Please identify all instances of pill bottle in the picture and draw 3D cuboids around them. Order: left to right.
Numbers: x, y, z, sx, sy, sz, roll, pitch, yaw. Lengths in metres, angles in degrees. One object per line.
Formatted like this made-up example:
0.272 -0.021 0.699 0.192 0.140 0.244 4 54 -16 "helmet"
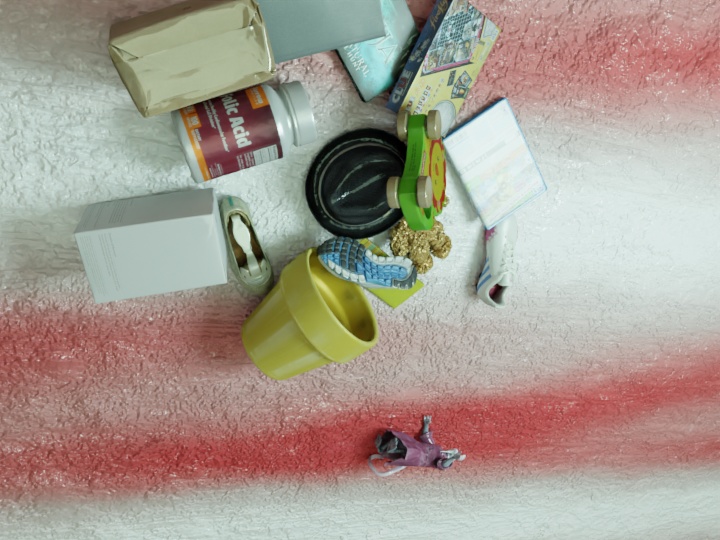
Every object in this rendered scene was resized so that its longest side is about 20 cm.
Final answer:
-0.174 -0.215 0.939 0.198 0.114 0.115 -20 121 -11 "pill bottle"

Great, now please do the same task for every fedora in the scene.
0.005 -0.142 1.024 0.199 0.092 0.203 -1 99 -4 "fedora"

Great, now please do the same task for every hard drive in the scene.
-0.072 -0.394 0.908 0.198 0.033 0.140 -13 124 2 "hard drive"

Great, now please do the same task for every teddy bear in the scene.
0.109 -0.080 1.142 0.144 0.067 0.201 -20 121 -13 "teddy bear"

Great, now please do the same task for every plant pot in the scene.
-0.099 0.092 1.084 0.188 0.201 0.201 -35 123 17 "plant pot"

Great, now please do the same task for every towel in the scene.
0.029 -0.001 1.173 0.086 0.018 0.200 -38 125 23 "towel"

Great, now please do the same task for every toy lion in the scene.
0.106 -0.151 1.010 0.068 0.202 0.192 0 153 20 "toy lion"

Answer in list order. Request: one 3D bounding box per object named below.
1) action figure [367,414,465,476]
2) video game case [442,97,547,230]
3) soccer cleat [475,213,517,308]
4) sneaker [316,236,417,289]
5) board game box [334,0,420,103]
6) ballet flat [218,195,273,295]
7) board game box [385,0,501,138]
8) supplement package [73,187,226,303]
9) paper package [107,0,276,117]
0.138 0.412 1.359 0.199 0.134 0.150 18 109 -24 "action figure"
0.251 -0.196 1.150 0.143 0.018 0.201 -34 113 -3 "video game case"
0.285 -0.018 1.228 0.069 0.086 0.202 -2 115 -20 "soccer cleat"
0.000 0.000 1.104 0.199 0.086 0.076 19 68 -30 "sneaker"
0.014 -0.388 0.975 0.135 0.028 0.201 -35 122 -1 "board game box"
-0.196 -0.029 1.054 0.067 0.062 0.201 -23 121 -8 "ballet flat"
0.138 -0.336 1.021 0.135 0.035 0.201 12 111 -46 "board game box"
-0.315 -0.041 0.956 0.198 0.121 0.121 -9 118 -8 "supplement package"
-0.230 -0.296 0.827 0.189 0.200 0.104 -21 121 -10 "paper package"
